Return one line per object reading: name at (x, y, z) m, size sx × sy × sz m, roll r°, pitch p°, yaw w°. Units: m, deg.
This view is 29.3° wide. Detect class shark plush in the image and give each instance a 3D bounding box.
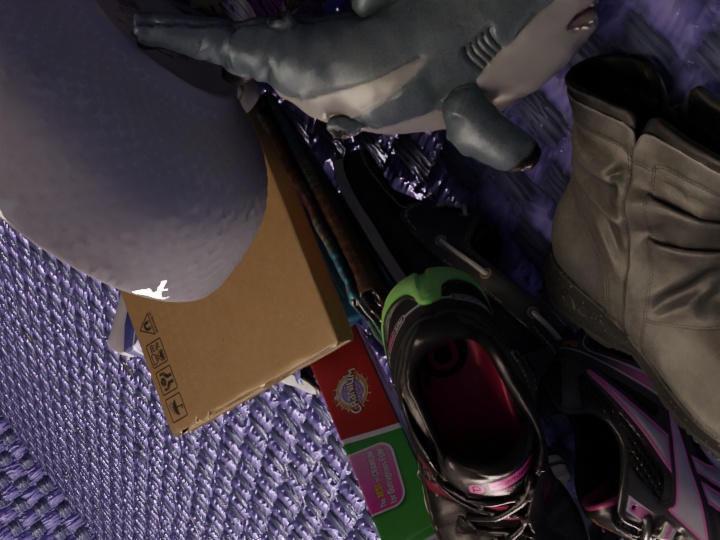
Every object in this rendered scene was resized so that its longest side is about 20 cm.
shark plush at (0.005, -0.110, 0.602) m, size 0.197 × 0.091 × 0.084 m, roll 8°, pitch 128°, yaw 13°

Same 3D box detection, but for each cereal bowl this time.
cereal bowl at (-0.119, -0.083, 0.658) m, size 0.199 × 0.083 × 0.201 m, roll 38°, pitch -160°, yaw -16°

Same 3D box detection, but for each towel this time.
towel at (0.000, 0.000, 0.808) m, size 0.148 × 0.022 × 0.200 m, roll 62°, pitch -176°, yaw 30°

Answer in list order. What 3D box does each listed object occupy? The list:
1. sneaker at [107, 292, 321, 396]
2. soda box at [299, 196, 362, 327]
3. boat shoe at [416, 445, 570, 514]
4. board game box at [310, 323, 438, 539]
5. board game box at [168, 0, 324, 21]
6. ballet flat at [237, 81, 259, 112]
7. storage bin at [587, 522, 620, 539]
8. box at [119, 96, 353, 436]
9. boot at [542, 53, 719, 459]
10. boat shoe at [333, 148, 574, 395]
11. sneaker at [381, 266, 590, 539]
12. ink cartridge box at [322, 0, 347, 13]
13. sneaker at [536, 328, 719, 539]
sneaker at (-0.076, 0.037, 0.993) m, size 0.114 × 0.198 × 0.082 m, roll 17°, pitch 95°, yaw 35°
soda box at (-0.078, -0.038, 0.896) m, size 0.064 × 0.067 × 0.202 m, roll -40°, pitch 71°, yaw 37°
boat shoe at (0.071, 0.113, 0.808) m, size 0.062 × 0.075 × 0.200 m, roll 46°, pitch -172°, yaw 21°
board game box at (0.027, 0.138, 0.922) m, size 0.154 × 0.040 × 0.201 m, roll 62°, pitch -178°, yaw -44°
board game box at (-0.091, -0.172, 0.674) m, size 0.199 × 0.032 × 0.121 m, roll 38°, pitch 150°, yaw 36°
ballet flat at (-0.093, -0.132, 0.790) m, size 0.068 × 0.074 × 0.203 m, roll -10°, pitch -80°, yaw -79°
storage bin at (0.140, 0.273, 0.843) m, size 0.134 × 0.200 × 0.146 m, roll 35°, pitch 153°, yaw 14°
box at (-0.097, -0.019, 0.855) m, size 0.163 × 0.021 × 0.202 m, roll -30°, pitch 77°, yaw 38°
boot at (0.155, 0.001, 0.585) m, size 0.199 × 0.067 × 0.132 m, roll 38°, pitch 147°, yaw 30°
boat shoe at (0.048, -0.005, 0.789) m, size 0.201 × 0.067 × 0.072 m, roll 54°, pitch -178°, yaw 38°
sneaker at (0.060, 0.099, 0.666) m, size 0.084 × 0.076 × 0.202 m, roll -90°, pitch -25°, yaw -75°
ink cartridge box at (-0.045, -0.205, 0.662) m, size 0.201 × 0.076 × 0.137 m, roll 53°, pitch 159°, yaw 6°
sneaker at (0.153, 0.113, 0.708) m, size 0.201 × 0.086 × 0.080 m, roll 56°, pitch 158°, yaw -4°
